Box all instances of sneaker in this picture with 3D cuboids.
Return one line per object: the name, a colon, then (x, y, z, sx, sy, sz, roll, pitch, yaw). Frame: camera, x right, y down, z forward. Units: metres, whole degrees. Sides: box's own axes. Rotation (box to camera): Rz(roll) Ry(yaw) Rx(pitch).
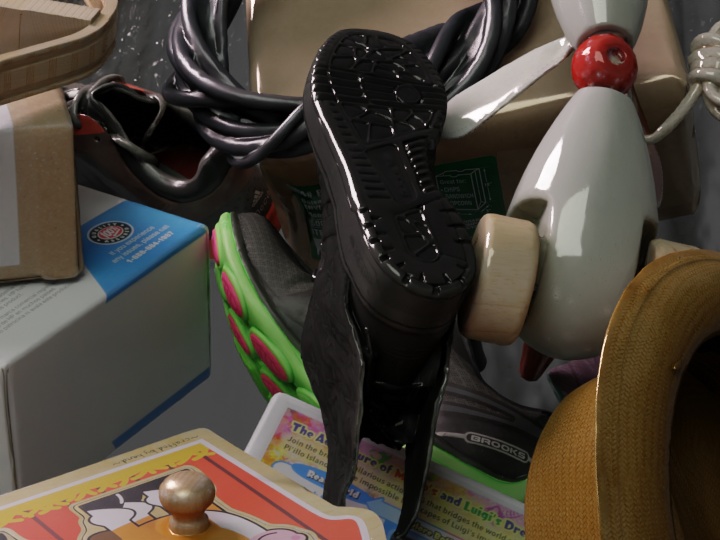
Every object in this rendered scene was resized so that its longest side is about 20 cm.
sneaker: (0.003, 0.000, 0.875, 0.060, 0.105, 0.201, 6, 40, -15)
sneaker: (-0.124, -0.071, 1.084, 0.199, 0.082, 0.077, 18, 58, 27)
sneaker: (0.008, 0.040, 0.968, 0.084, 0.077, 0.200, -37, 62, -22)

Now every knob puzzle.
knob puzzle: (-0.074, 0.107, 0.736, 0.218, 0.031, 0.220, -1, 22, 1)

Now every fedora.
fedora: (0.117, 0.096, 0.803, 0.081, 0.201, 0.202, -15, 42, 41)

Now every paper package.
paper package: (0.051, -0.103, 1.048, 0.198, 0.104, 0.192, -10, 49, 6)

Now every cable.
cable: (-0.003, -0.121, 0.986, 0.162, 0.051, 0.201, 15, 61, 15)

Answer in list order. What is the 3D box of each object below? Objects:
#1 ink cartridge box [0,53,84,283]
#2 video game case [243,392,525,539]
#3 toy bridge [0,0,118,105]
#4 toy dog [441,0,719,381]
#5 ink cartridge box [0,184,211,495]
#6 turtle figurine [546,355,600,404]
ink cartridge box: (-0.231, -0.056, 0.962, 0.198, 0.076, 0.165, -6, 29, -16)
video game case: (0.027, 0.148, 0.820, 0.199, 0.024, 0.182, 24, 41, 2)
toy bridge: (-0.141, -0.103, 0.951, 0.067, 0.027, 0.200, 10, 27, 6)
toy dog: (0.090, -0.034, 0.904, 0.131, 0.096, 0.201, 30, 58, 1)
ink cartridge box: (-0.188, 0.017, 0.998, 0.199, 0.084, 0.145, 18, 35, 27)
turtle figurine: (0.183, 0.031, 0.909, 0.199, 0.101, 0.150, -29, 45, 0)
